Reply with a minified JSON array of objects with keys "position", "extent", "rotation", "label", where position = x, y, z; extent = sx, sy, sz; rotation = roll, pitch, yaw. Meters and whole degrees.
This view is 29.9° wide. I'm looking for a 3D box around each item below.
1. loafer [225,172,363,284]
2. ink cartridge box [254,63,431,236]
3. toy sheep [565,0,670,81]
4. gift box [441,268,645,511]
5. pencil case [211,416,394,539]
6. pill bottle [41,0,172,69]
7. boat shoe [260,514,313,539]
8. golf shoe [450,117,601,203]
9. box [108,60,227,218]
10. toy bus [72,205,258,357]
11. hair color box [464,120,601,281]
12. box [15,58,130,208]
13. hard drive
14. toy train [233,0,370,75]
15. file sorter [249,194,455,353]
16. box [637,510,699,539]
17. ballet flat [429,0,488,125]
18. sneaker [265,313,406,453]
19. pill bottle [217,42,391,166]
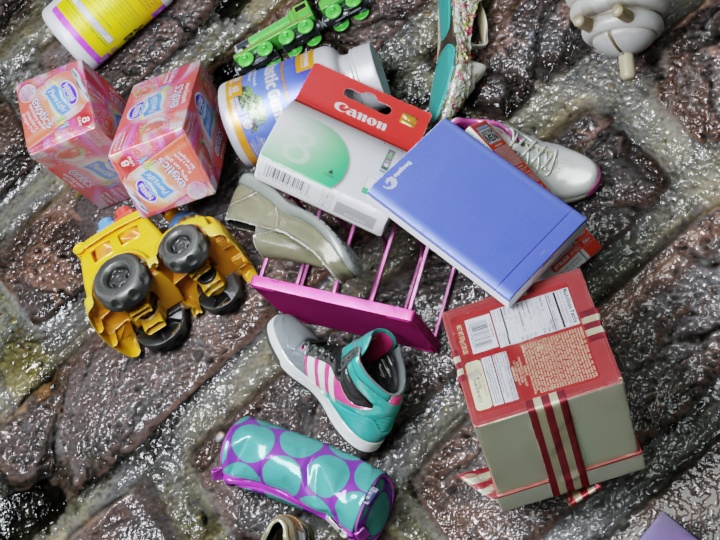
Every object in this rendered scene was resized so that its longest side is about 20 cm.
[{"position":[-0.077,-0.034,1.502],"extent":[0.200,0.075,0.070],"rotation":[35,85,36],"label":"loafer"},{"position":[-0.012,-0.153,1.539],"extent":[0.160,0.050,0.201],"rotation":[24,56,-1],"label":"ink cartridge box"},{"position":[0.303,-0.322,1.591],"extent":[0.137,0.138,0.202],"rotation":[-2,83,16],"label":"toy sheep"},{"position":[0.180,0.133,1.437],"extent":[0.199,0.187,0.185],"rotation":[-15,47,9],"label":"gift box"},{"position":[-0.064,0.240,1.547],"extent":[0.199,0.085,0.093],"rotation":[19,50,22],"label":"pencil case"},{"position":[-0.321,-0.369,1.806],"extent":[0.200,0.104,0.104],"rotation":[-40,67,2],"label":"pill bottle"},{"position":[-0.107,0.376,1.526],"extent":[0.074,0.068,0.202],"rotation":[5,75,18],"label":"boat shoe"},{"position":[0.183,-0.131,1.587],"extent":[0.199,0.092,0.076],"rotation":[13,75,19],"label":"golf shoe"},{"position":[-0.231,-0.164,1.659],"extent":[0.102,0.095,0.200],"rotation":[-18,30,13],"label":"box"},{"position":[-0.251,-0.021,1.674],"extent":[0.199,0.136,0.193],"rotation":[-30,51,3],"label":"toy bus"},{"position":[0.164,-0.059,1.537],"extent":[0.200,0.064,0.111],"rotation":[48,116,8],"label":"hair color box"},{"position":[-0.337,-0.167,1.694],"extent":[0.094,0.200,0.103],"rotation":[-19,68,10],"label":"box"},{"position":[0.124,-0.065,1.446],"extent":[0.200,0.025,0.132],"rotation":[38,68,21],"label":"hard drive"},{"position":[-0.079,-0.316,1.753],"extent":[0.199,0.042,0.057],"rotation":[-27,58,7],"label":"toy train"},{"position":[0.000,0.000,1.575],"extent":[0.199,0.139,0.126],"rotation":[12,75,20],"label":"file sorter"},{"position":[0.348,0.369,1.389],"extent":[0.200,0.079,0.141],"rotation":[39,90,23],"label":"box"},{"position":[0.126,-0.272,1.665],"extent":[0.063,0.076,0.202],"rotation":[9,79,-16],"label":"ballet flat"},{"position":[-0.019,0.099,1.555],"extent":[0.200,0.083,0.121],"rotation":[47,122,17],"label":"sneaker"},{"position":[-0.067,-0.212,1.676],"extent":[0.199,0.112,0.113],"rotation":[-19,69,11],"label":"pill bottle"}]
